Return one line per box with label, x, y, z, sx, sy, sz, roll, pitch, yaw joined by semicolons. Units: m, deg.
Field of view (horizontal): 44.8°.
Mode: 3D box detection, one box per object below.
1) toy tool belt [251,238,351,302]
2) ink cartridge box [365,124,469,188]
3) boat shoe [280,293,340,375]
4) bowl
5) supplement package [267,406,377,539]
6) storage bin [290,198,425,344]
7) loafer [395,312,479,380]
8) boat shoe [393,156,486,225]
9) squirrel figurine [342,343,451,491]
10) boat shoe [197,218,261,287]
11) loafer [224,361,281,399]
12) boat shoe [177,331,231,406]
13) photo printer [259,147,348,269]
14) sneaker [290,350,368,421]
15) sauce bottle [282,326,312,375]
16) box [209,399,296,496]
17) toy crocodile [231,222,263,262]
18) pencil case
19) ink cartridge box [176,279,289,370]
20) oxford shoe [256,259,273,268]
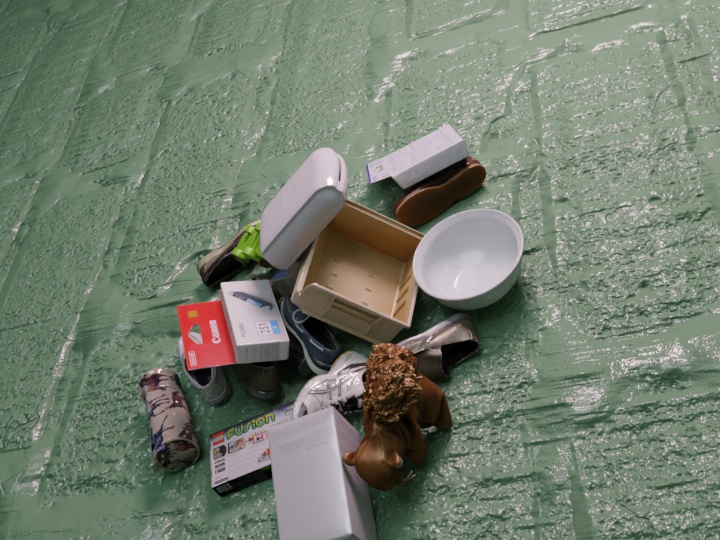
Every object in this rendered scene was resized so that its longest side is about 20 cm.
toy tool belt;-0.105;-0.001;1.668;0.199;0.125;0.123;-19;25;47
ink cartridge box;0.109;-0.218;1.739;0.197;0.041;0.200;-25;17;7
boat shoe;-0.087;0.100;1.551;0.074;0.063;0.201;5;34;-27
bowl;0.196;-0.003;1.511;0.198;0.091;0.203;-16;44;16
supplement package;-0.056;0.330;1.305;0.116;0.117;0.202;-20;53;11
storage bin;0.000;0.000;1.540;0.094;0.196;0.202;-52;18;52
loafer;0.111;0.145;1.434;0.199;0.076;0.070;-34;39;-4
boat shoe;0.148;-0.157;1.700;0.198;0.071;0.071;-28;38;-7
squirrel figurine;0.039;0.218;1.301;0.139;0.203;0.187;5;31;24
boat shoe;-0.246;-0.032;1.806;0.199;0.073;0.065;-36;47;9
loafer;-0.204;0.151;1.582;0.074;0.071;0.199;-15;37;-39
boat shoe;-0.307;0.172;1.647;0.071;0.066;0.201;-33;43;-2
photo printer;-0.097;-0.119;1.555;0.200;0.069;0.167;-46;26;22
sneaker;-0.034;0.207;1.432;0.087;0.077;0.200;20;45;30
sauce bottle;-0.151;0.123;1.606;0.065;0.065;0.199;-42;45;-12
box;-0.159;0.294;1.476;0.197;0.035;0.111;-23;43;9
toy crocodile;-0.198;-0.046;1.681;0.068;0.061;0.199;-62;20;-10
pencil case;-0.352;0.266;1.578;0.088;0.079;0.201;-16;42;-13
ink cartridge box;-0.230;0.092;1.547;0.173;0.045;0.201;-5;32;-16
oxford shoe;-0.117;-0.053;1.749;0.198;0.072;0.073;-29;48;1
